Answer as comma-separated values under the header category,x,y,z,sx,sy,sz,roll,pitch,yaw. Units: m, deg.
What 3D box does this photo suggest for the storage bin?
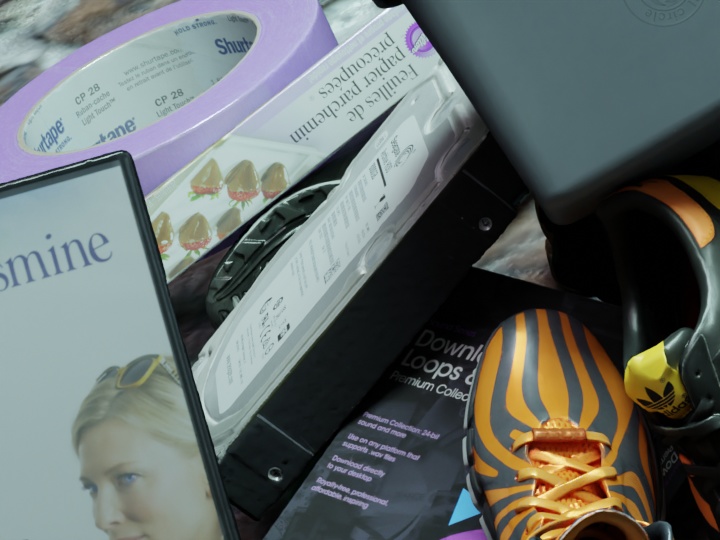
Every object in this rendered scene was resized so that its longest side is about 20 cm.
category,x,y,z,sx,sy,sz,roll,pitch,yaw
storage bin,0.108,-0.112,1.056,0.199,0.135,0.146,-29,-7,4

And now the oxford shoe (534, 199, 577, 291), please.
category,x,y,z,sx,sy,sz,roll,pitch,yaw
oxford shoe,0.170,-0.065,1.280,0.199,0.072,0.071,-28,32,-13

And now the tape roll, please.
category,x,y,z,sx,sy,sz,roll,pitch,yaw
tape roll,-0.099,-0.070,1.416,0.199,0.066,0.200,-21,24,10

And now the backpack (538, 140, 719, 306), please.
category,x,y,z,sx,sy,sz,roll,pitch,yaw
backpack,0.184,-0.021,1.134,0.153,0.164,0.200,-13,36,-25

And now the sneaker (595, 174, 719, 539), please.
category,x,y,z,sx,sy,sz,roll,pitch,yaw
sneaker,0.132,0.059,1.029,0.070,0.090,0.201,-28,66,42

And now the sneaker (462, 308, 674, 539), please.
category,x,y,z,sx,sy,sz,roll,pitch,yaw
sneaker,0.083,0.090,1.004,0.077,0.112,0.201,-7,63,-4

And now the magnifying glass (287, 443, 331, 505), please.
category,x,y,z,sx,sy,sz,roll,pitch,yaw
magnifying glass,0.053,0.105,1.146,0.199,0.022,0.080,12,49,38

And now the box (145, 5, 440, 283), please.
category,x,y,z,sx,sy,sz,roll,pitch,yaw
box,-0.041,-0.057,1.304,0.200,0.039,0.041,-38,5,-4

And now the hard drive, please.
category,x,y,z,sx,sy,sz,roll,pitch,yaw
hard drive,0.000,0.000,1.203,0.200,0.038,0.140,-49,16,12

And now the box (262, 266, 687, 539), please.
category,x,y,z,sx,sy,sz,roll,pitch,yaw
box,0.046,0.093,1.118,0.142,0.036,0.200,15,58,40

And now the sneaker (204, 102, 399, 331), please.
category,x,y,z,sx,sy,sz,roll,pitch,yaw
sneaker,0.006,-0.028,1.334,0.200,0.074,0.079,-38,13,-20

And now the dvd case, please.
category,x,y,z,sx,sy,sz,roll,pitch,yaw
dvd case,-0.130,0.068,1.077,0.142,0.201,0.018,-16,1,-7
